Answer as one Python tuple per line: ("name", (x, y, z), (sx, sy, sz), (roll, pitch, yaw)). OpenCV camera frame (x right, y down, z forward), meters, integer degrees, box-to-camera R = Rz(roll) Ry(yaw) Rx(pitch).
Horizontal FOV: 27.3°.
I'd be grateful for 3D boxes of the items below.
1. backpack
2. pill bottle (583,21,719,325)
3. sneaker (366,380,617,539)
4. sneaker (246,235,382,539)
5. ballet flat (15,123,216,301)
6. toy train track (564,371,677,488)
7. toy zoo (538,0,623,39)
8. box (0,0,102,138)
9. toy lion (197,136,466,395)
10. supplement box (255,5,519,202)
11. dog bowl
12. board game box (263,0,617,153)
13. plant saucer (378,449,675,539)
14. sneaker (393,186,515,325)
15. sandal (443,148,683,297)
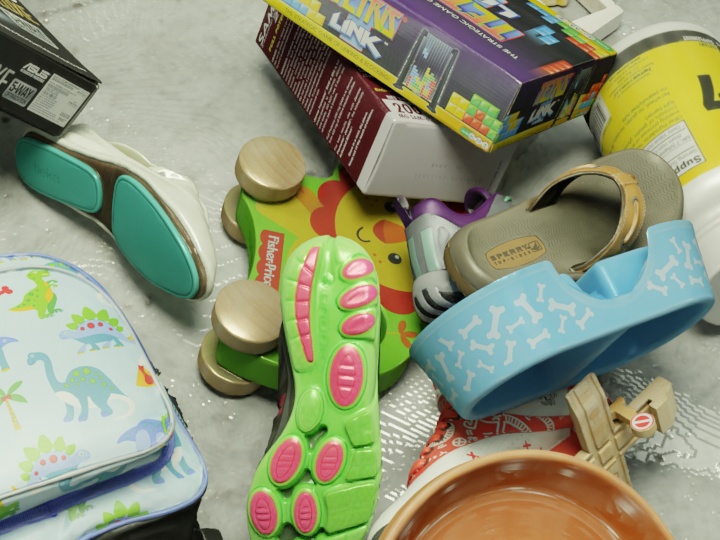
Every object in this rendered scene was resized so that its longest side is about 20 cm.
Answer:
("backpack", (-0.192, 0.082, 0.814), (0.182, 0.148, 0.200), (-18, 53, -26))
("pill bottle", (0.239, -0.068, 1.038), (0.113, 0.115, 0.201), (-8, 53, -16))
("sneaker", (0.061, 0.104, 0.895), (0.200, 0.068, 0.108), (-23, 57, -30))
("sneaker", (-0.018, 0.082, 0.856), (0.076, 0.084, 0.202), (10, 88, 7))
("ballet flat", (-0.146, -0.050, 0.975), (0.199, 0.070, 0.069), (32, 51, 33))
("toy train track", (0.120, 0.137, 0.855), (0.200, 0.115, 0.032), (-40, 41, -19))
("toy zoo", (0.122, -0.227, 1.210), (0.130, 0.021, 0.200), (-23, 58, -26))
("box", (-0.275, -0.172, 0.924), (0.050, 0.200, 0.158), (-50, 61, 8))
("toy lion", (0.000, 0.000, 0.979), (0.190, 0.069, 0.201), (13, 49, -9))
("supplement box", (0.015, -0.129, 1.042), (0.108, 0.061, 0.200), (3, 35, -33))
("dog bowl", (0.124, 0.031, 0.864), (0.199, 0.112, 0.050), (-17, 70, -30))
("board game box", (0.056, -0.169, 1.016), (0.199, 0.057, 0.165), (36, 29, 18))
("plant saucer", (0.090, 0.198, 0.796), (0.198, 0.032, 0.202), (3, 78, -16))
("sneaker", (0.115, -0.019, 0.969), (0.199, 0.074, 0.088), (-3, 68, -35))
("sandal", (0.135, -0.035, 0.918), (0.199, 0.055, 0.082), (-19, 60, -35))
